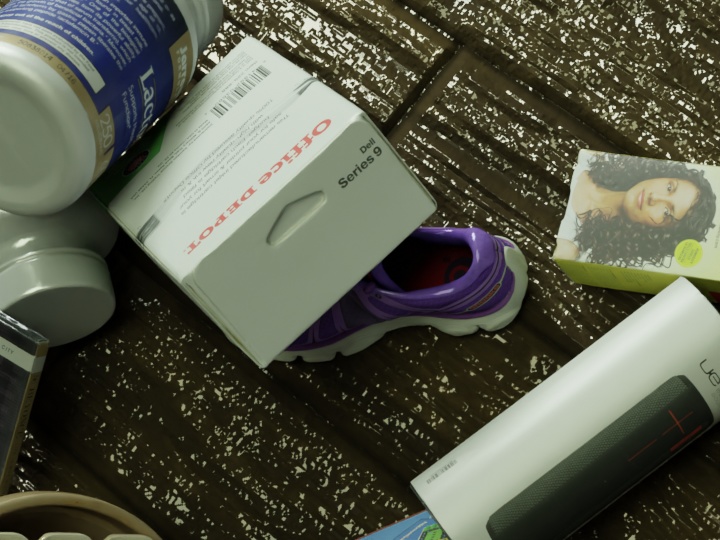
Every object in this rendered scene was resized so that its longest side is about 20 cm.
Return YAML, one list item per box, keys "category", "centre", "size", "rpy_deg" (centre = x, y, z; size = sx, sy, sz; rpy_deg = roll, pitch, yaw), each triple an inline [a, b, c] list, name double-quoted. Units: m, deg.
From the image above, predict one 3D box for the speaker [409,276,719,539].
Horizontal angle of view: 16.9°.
- category: "speaker"
  centre: [0.129, 0.092, 1.372]
  size: [0.200, 0.081, 0.081]
  rpy_deg: [-37, 61, -2]

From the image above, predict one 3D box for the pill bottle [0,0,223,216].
- category: "pill bottle"
  centre: [-0.171, -0.130, 1.495]
  size: [0.115, 0.116, 0.200]
  rpy_deg: [8, 35, 25]

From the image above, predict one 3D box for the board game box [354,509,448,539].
- category: "board game box"
  centre: [0.009, 0.208, 1.425]
  size: [0.199, 0.019, 0.103]
  rpy_deg: [-24, 64, 13]

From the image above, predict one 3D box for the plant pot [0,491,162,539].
- category: "plant pot"
  centre: [-0.200, 0.229, 1.439]
  size: [0.093, 0.200, 0.202]
  rpy_deg: [-3, 64, 63]

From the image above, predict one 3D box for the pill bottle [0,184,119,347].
- category: "pill bottle"
  centre: [-0.218, -0.056, 1.570]
  size: [0.111, 0.111, 0.201]
  rpy_deg: [-24, 62, 13]

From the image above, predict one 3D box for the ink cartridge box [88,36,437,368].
- category: "ink cartridge box"
  centre: [-0.063, -0.044, 1.458]
  size: [0.146, 0.084, 0.200]
  rpy_deg: [-43, 28, -3]

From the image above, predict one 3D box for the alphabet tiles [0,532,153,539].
- category: "alphabet tiles"
  centre: [-0.173, 0.250, 1.393]
  size: [0.015, 0.199, 0.197]
  rpy_deg: [-2, 84, 62]

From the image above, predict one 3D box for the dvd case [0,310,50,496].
- category: "dvd case"
  centre: [-0.277, 0.103, 1.539]
  size: [0.148, 0.016, 0.201]
  rpy_deg: [28, 111, 29]

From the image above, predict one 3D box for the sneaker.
- category: "sneaker"
  centre: [0.000, 0.000, 1.473]
  size: [0.199, 0.083, 0.081]
  rpy_deg: [-11, 66, 20]

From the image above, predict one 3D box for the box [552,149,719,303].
- category: "box"
  centre: [0.217, -0.019, 1.407]
  size: [0.199, 0.050, 0.076]
  rpy_deg: [7, 73, 24]
